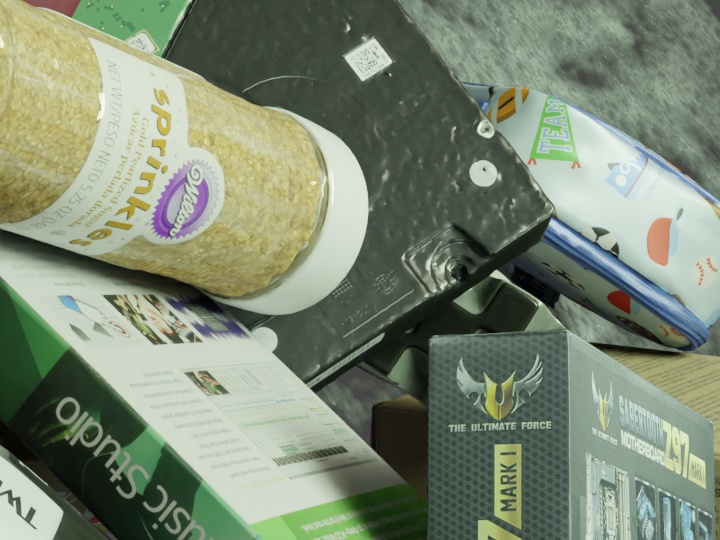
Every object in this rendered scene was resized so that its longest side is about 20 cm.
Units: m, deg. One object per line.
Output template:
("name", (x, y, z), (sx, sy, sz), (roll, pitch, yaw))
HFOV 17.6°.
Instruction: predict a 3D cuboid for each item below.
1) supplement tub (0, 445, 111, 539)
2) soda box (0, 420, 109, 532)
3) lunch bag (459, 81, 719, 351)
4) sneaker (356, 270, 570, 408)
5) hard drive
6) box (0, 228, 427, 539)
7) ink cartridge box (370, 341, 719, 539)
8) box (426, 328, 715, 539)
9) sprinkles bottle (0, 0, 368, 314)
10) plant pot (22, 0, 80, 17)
("supplement tub", (-0.101, 0.130, 0.657), (0.200, 0.122, 0.123), (43, 28, -12))
("soda box", (-0.112, 0.052, 0.805), (0.200, 0.064, 0.068), (-2, 54, -57))
("lunch bag", (0.094, -0.033, 1.123), (0.160, 0.076, 0.200), (31, -3, -14))
("sneaker", (0.000, 0.000, 0.911), (0.200, 0.074, 0.089), (39, 3, 6))
("hard drive", (-0.042, -0.058, 0.854), (0.200, 0.139, 0.038), (53, -17, 12))
("box", (-0.056, 0.047, 0.727), (0.200, 0.036, 0.144), (42, 13, 16))
("ink cartridge box", (0.121, 0.086, 0.995), (0.200, 0.164, 0.076), (-13, 106, -59))
("box", (0.075, 0.113, 0.766), (0.200, 0.051, 0.159), (28, 61, -67))
("sprinkles bottle", (-0.076, -0.036, 0.720), (0.200, 0.068, 0.069), (20, 38, -56))
("plant pot", (-0.183, -0.090, 0.761), (0.200, 0.179, 0.201), (36, 29, -23))
